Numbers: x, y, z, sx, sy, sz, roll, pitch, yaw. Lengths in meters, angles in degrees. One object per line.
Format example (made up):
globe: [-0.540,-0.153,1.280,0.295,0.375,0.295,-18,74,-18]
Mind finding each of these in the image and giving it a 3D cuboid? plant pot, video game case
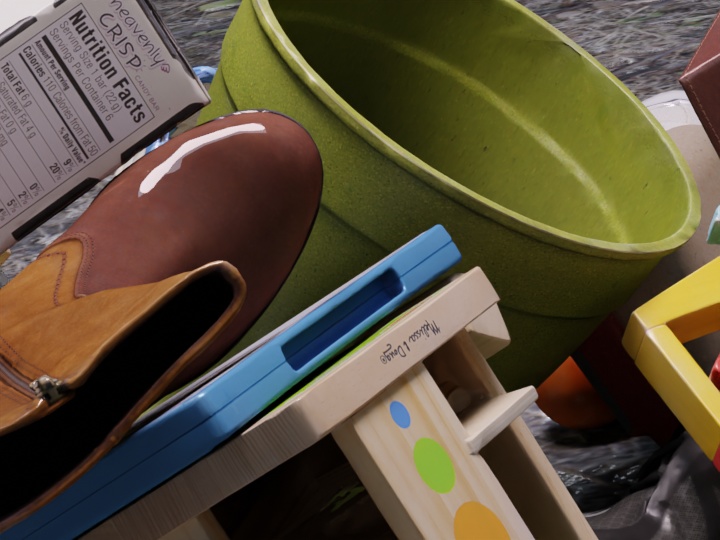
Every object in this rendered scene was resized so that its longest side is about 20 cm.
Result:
plant pot: [0.000,0.000,1.115,0.200,0.193,0.201,26,27,-14]
video game case: [-0.057,0.050,0.913,0.143,0.018,0.200,-33,1,27]

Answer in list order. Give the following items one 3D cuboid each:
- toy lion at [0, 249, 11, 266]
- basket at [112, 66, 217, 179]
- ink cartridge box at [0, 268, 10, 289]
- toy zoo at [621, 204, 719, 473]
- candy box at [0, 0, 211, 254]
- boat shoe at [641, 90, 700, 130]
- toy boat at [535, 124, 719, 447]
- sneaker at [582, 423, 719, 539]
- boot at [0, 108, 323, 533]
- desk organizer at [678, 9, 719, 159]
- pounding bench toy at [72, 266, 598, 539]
toy lion: [-0.124,0.059,1.215,0.069,0.192,0.200,-47,-21,-2]
basket: [-0.043,-0.018,1.337,0.138,0.177,0.200,13,-11,-25]
ink cartridge box: [-0.187,0.103,0.956,0.144,0.148,0.200,-25,20,26]
toy zoo: [0.186,0.050,1.025,0.131,0.021,0.200,-19,55,-27]
candy box: [-0.161,-0.028,0.915,0.200,0.061,0.136,-37,19,-14]
boat shoe: [0.092,-0.017,1.369,0.199,0.071,0.070,-30,9,24]
toy boat: [0.129,0.024,1.243,0.131,0.131,0.200,-36,2,30]
sneaker: [0.136,0.076,1.067,0.199,0.084,0.077,-20,17,-29]
boot: [-0.067,0.007,0.792,0.188,0.069,0.200,-34,2,-15]
desk organizer: [0.197,-0.021,1.136,0.077,0.201,0.072,-30,17,0]
pounding bench toy: [0.027,0.098,0.905,0.124,0.156,0.200,-33,1,33]
